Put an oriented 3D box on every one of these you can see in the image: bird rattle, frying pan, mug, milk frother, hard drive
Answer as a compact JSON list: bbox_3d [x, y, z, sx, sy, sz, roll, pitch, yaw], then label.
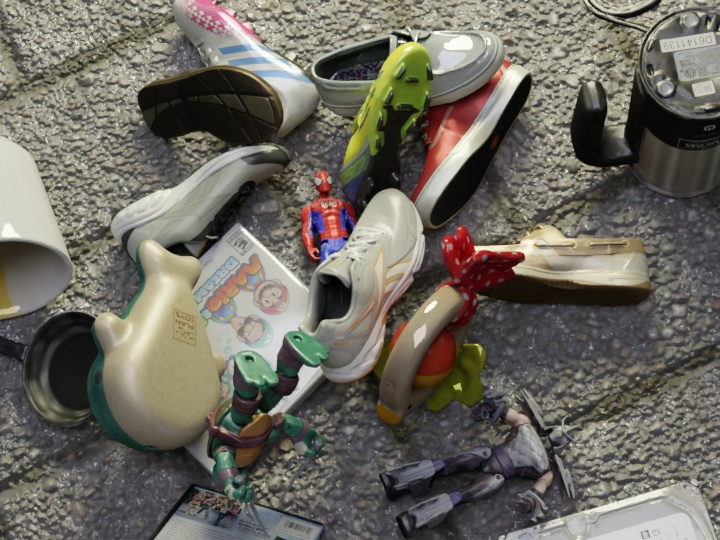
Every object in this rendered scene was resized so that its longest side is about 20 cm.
[{"bbox_3d":[0.078,0.064,1.506,0.112,0.201,0.163,36,45,11],"label":"bird rattle"},{"bbox_3d":[-0.321,0.104,1.615,0.188,0.031,0.116,-9,77,24],"label":"frying pan"},{"bbox_3d":[-0.395,-0.049,1.623,0.185,0.150,0.154,-13,61,-6],"label":"mug"},{"bbox_3d":[0.299,-0.204,1.587,0.178,0.188,0.202,7,70,7],"label":"milk frother"},{"bbox_3d":[0.240,0.288,1.493,0.198,0.038,0.141,-16,69,0],"label":"hard drive"}]

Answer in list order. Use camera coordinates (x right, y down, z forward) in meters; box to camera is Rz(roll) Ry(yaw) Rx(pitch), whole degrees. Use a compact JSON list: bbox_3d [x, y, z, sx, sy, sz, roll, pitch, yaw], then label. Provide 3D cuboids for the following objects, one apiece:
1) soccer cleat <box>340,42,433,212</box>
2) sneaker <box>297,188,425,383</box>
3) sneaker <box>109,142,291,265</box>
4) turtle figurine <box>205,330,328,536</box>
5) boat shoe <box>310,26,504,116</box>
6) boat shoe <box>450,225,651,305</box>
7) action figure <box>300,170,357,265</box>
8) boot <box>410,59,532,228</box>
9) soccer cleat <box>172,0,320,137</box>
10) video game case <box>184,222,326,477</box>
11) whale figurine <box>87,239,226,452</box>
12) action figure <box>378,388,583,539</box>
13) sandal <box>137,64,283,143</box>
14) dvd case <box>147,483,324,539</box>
[{"bbox_3d":[0.017,-0.149,1.598,0.064,0.201,0.084,-10,46,-29],"label":"soccer cleat"},{"bbox_3d":[0.000,0.000,1.518,0.075,0.092,0.202,3,61,31],"label":"sneaker"},{"bbox_3d":[-0.156,-0.065,1.647,0.199,0.074,0.080,-31,79,0],"label":"sneaker"},{"bbox_3d":[-0.096,0.154,1.479,0.100,0.201,0.150,27,36,14],"label":"turtle figurine"},{"bbox_3d":[0.044,-0.207,1.616,0.199,0.072,0.071,-12,62,19],"label":"boat shoe"},{"bbox_3d":[0.188,-0.009,1.592,0.198,0.074,0.070,5,67,-3],"label":"boat shoe"},{"bbox_3d":[-0.022,-0.014,1.614,0.065,0.052,0.202,-9,59,-7],"label":"action figure"},{"bbox_3d":[0.069,-0.148,1.657,0.143,0.073,0.201,26,73,20],"label":"boot"},{"bbox_3d":[-0.134,-0.217,1.695,0.199,0.070,0.087,34,77,16],"label":"soccer cleat"},{"bbox_3d":[-0.131,0.079,1.611,0.182,0.024,0.200,42,78,17],"label":"video game case"},{"bbox_3d":[-0.203,0.077,1.548,0.103,0.158,0.202,-21,60,40],"label":"whale figurine"},{"bbox_3d":[0.122,0.189,1.525,0.198,0.070,0.131,-22,64,-6],"label":"action figure"},{"bbox_3d":[-0.150,-0.173,1.655,0.054,0.199,0.082,-32,111,-41],"label":"sandal"},{"bbox_3d":[-0.130,0.269,1.471,0.141,0.200,0.018,15,117,12],"label":"dvd case"}]
